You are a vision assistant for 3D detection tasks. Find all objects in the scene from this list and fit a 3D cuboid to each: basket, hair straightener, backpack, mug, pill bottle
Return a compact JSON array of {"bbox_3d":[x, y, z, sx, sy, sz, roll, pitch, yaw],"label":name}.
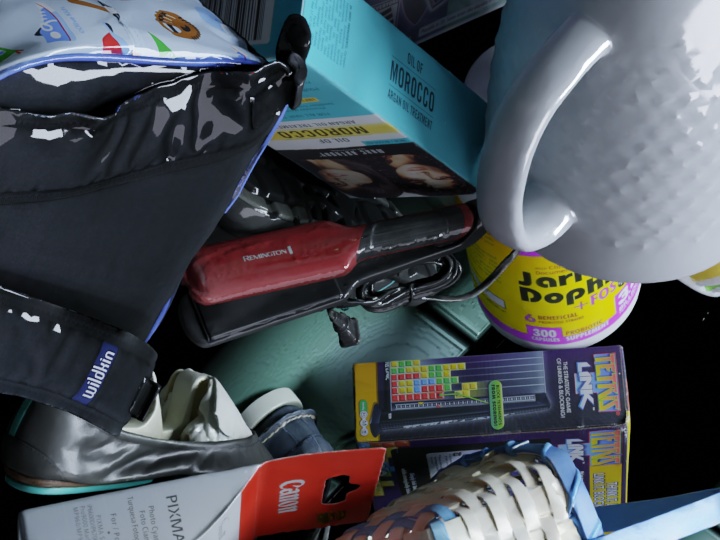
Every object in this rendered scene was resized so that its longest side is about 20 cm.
[{"bbox_3d":[0.096,0.169,1.182,0.199,0.140,0.176,-20,177,-29],"label":"basket"},{"bbox_3d":[0.000,0.000,1.033,0.198,0.041,0.077,-18,145,-21],"label":"hair straightener"},{"bbox_3d":[-0.145,-0.045,0.826,0.190,0.154,0.201,-4,126,-58],"label":"backpack"},{"bbox_3d":[0.120,-0.090,0.955,0.200,0.147,0.176,-44,154,-30],"label":"mug"},{"bbox_3d":[0.106,-0.044,1.164,0.104,0.104,0.201,-36,148,-12],"label":"pill bottle"}]

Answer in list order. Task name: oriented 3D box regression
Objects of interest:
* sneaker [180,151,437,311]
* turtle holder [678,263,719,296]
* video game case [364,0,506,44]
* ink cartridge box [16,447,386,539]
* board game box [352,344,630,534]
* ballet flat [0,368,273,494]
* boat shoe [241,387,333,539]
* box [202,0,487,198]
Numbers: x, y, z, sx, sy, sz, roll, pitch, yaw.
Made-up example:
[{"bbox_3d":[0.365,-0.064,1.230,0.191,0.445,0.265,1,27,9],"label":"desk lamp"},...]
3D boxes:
[{"bbox_3d":[-0.036,-0.012,1.085,0.079,0.076,0.199,-45,142,21],"label":"sneaker"},{"bbox_3d":[0.234,-0.049,1.248,0.132,0.140,0.186,-56,-169,17],"label":"turtle holder"},{"bbox_3d":[0.077,-0.205,1.015,0.199,0.023,0.183,-26,145,-27],"label":"video game case"},{"bbox_3d":[-0.084,0.154,1.125,0.198,0.048,0.160,-9,160,-7],"label":"ink cartridge box"},{"bbox_3d":[0.085,0.117,1.285,0.163,0.057,0.200,-5,152,3],"label":"board game box"},{"bbox_3d":[-0.108,0.089,1.112,0.199,0.068,0.069,8,95,-51],"label":"ballet flat"},{"bbox_3d":[-0.052,0.159,1.264,0.074,0.062,0.201,-21,143,-36],"label":"boat shoe"},{"bbox_3d":[-0.014,-0.088,0.983,0.200,0.082,0.050,30,63,-58],"label":"box"}]
